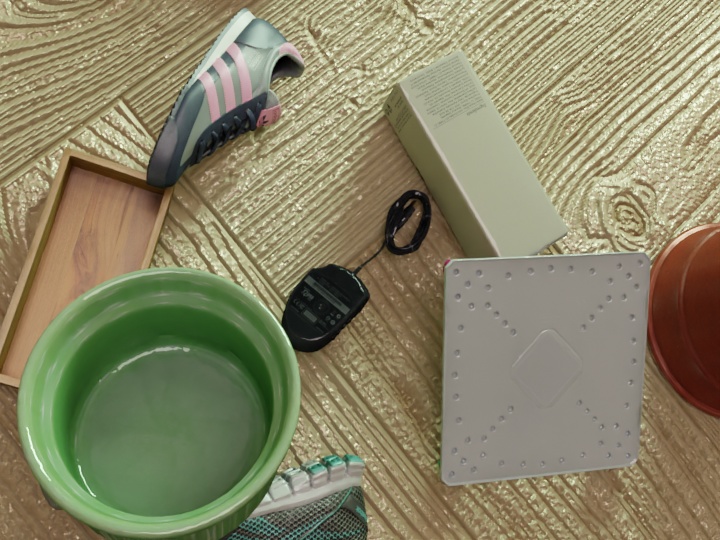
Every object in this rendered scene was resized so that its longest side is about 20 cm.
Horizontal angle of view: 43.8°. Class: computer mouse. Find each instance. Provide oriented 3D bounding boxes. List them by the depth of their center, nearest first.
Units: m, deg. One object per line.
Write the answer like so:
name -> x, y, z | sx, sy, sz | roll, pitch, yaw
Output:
computer mouse -> 0.000, 0.000, 0.825 | 0.058, 0.034, 0.200 | 39, 67, 14

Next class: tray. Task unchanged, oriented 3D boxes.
tray -> -0.234, 0.008, 0.760 | 0.097, 0.037, 0.204 | 17, 74, -10

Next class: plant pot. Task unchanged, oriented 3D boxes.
plant pot -> 0.400, 0.031, 0.825 | 0.196, 0.195, 0.205 | 3, 78, -13

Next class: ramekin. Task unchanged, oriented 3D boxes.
ramekin -> -0.144, 0.109, 0.667 | 0.196, 0.098, 0.203 | 3, 59, -5

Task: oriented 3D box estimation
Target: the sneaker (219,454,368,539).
sneaker -> -0.079, 0.222, 0.736 | 0.196, 0.078, 0.093 | -15, 86, -14

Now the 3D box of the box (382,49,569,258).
box -> 0.106, -0.097, 0.847 | 0.081, 0.068, 0.202 | -28, 87, -17

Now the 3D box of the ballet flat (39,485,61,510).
ballet flat -> -0.165, 0.153, 0.742 | 0.196, 0.067, 0.065 | -9, 108, -14

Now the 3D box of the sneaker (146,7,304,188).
sneaker -> -0.115, -0.143, 0.789 | 0.081, 0.070, 0.202 | 30, 63, -7

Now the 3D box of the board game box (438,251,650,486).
board game box -> 0.164, 0.085, 0.810 | 0.196, 0.026, 0.204 | -3, 101, -14
